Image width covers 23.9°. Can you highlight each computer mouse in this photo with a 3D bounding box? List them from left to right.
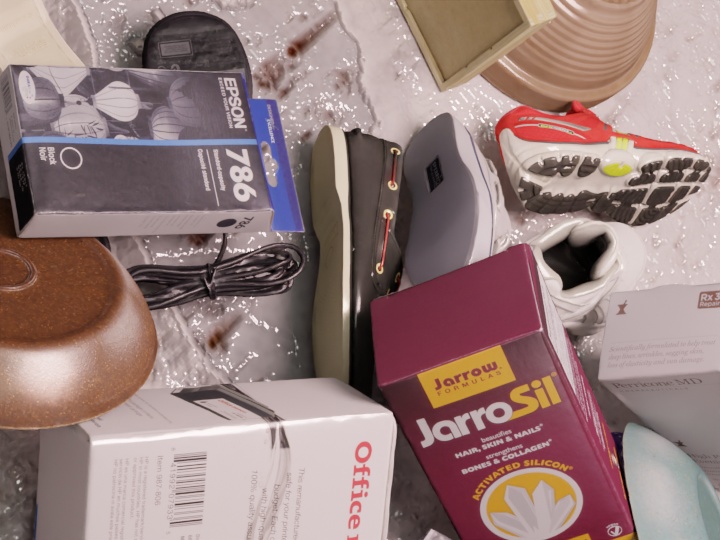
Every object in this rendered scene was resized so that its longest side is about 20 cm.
[{"bbox_3d":[-0.127,-0.065,1.118,0.139,0.046,0.202,-13,79,-15],"label":"computer mouse"}]

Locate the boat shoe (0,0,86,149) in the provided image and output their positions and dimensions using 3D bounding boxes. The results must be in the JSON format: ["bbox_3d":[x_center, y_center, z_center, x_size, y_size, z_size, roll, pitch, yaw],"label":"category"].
[{"bbox_3d":[-0.211,-0.110,1.069,0.072,0.059,0.201,-31,92,-37],"label":"boat shoe"}]

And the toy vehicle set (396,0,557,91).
[{"bbox_3d":[0.055,-0.244,1.225,0.026,0.124,0.202,-25,88,-33],"label":"toy vehicle set"}]

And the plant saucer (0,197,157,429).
[{"bbox_3d":[-0.209,0.011,0.978,0.198,0.037,0.201,15,32,-9],"label":"plant saucer"}]

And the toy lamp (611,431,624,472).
[{"bbox_3d":[0.103,0.095,1.190,0.199,0.058,0.059,31,62,-22],"label":"toy lamp"}]

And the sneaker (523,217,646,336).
[{"bbox_3d":[0.160,-0.001,1.210,0.199,0.099,0.078,-23,76,-49],"label":"sneaker"}]

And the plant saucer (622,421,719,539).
[{"bbox_3d":[0.233,0.196,1.171,0.202,0.038,0.202,57,21,-36],"label":"plant saucer"}]

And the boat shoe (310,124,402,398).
[{"bbox_3d":[0.001,-0.001,1.148,0.062,0.074,0.204,9,66,-19],"label":"boat shoe"}]

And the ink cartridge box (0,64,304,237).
[{"bbox_3d":[-0.121,-0.073,1.047,0.198,0.039,0.101,-3,69,-33],"label":"ink cartridge box"}]

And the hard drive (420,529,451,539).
[{"bbox_3d":[0.042,0.280,1.079,0.134,0.042,0.202,31,77,-18],"label":"hard drive"}]

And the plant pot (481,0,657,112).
[{"bbox_3d":[0.161,-0.231,1.303,0.199,0.092,0.203,10,69,-28],"label":"plant pot"}]

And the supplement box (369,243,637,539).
[{"bbox_3d":[0.093,0.097,1.088,0.086,0.109,0.201,-94,161,-52],"label":"supplement box"}]

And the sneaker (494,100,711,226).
[{"bbox_3d":[0.185,-0.091,1.286,0.198,0.077,0.085,6,45,-38],"label":"sneaker"}]

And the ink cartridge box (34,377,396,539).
[{"bbox_3d":[-0.087,0.148,1.013,0.198,0.084,0.146,-1,105,-30],"label":"ink cartridge box"}]

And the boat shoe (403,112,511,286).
[{"bbox_3d":[0.074,-0.035,1.165,0.065,0.073,0.201,37,31,-24],"label":"boat shoe"}]

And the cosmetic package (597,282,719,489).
[{"bbox_3d":[0.259,0.087,1.212,0.200,0.101,0.075,38,57,-42],"label":"cosmetic package"}]
